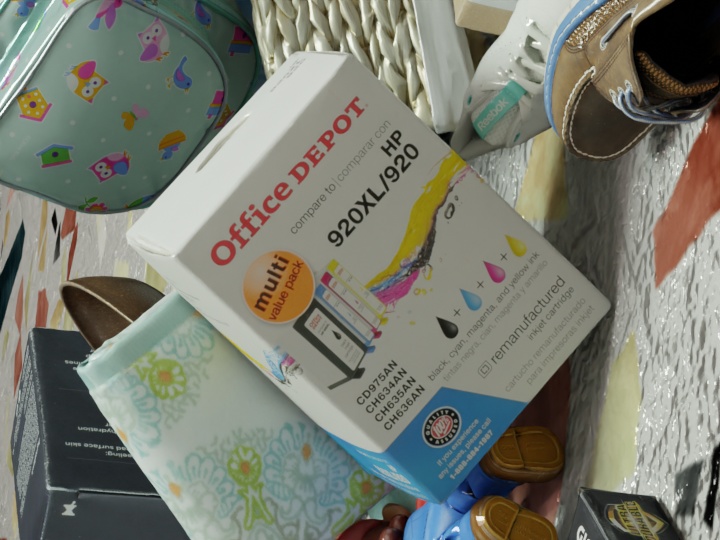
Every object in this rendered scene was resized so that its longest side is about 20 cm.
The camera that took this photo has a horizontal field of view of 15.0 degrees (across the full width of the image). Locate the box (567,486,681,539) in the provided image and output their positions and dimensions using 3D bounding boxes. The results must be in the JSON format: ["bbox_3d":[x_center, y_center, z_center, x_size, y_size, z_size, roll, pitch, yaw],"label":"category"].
[{"bbox_3d":[0.125,0.237,1.301,0.200,0.050,0.199,-116,35,-62],"label":"box"}]

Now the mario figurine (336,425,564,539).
[{"bbox_3d":[0.063,0.158,1.551,0.123,0.106,0.200,-41,0,-35],"label":"mario figurine"}]

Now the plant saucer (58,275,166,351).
[{"bbox_3d":[-0.108,0.069,1.727,0.037,0.200,0.200,-44,8,-14],"label":"plant saucer"}]

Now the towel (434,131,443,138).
[{"bbox_3d":[-0.001,-0.093,1.830,0.200,0.085,0.166,-160,76,-73],"label":"towel"}]

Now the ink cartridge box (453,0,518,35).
[{"bbox_3d":[0.107,-0.253,1.514,0.200,0.075,0.165,116,157,-48],"label":"ink cartridge box"}]

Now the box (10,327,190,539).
[{"bbox_3d":[-0.157,0.153,2.072,0.200,0.196,0.118,-106,26,-54],"label":"box"}]

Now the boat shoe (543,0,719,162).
[{"bbox_3d":[0.143,-0.111,1.329,0.200,0.072,0.073,115,155,-49],"label":"boat shoe"}]

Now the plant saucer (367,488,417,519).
[{"bbox_3d":[0.030,0.093,1.717,0.201,0.039,0.202,-173,90,-75],"label":"plant saucer"}]

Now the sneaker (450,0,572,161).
[{"bbox_3d":[0.094,-0.105,1.444,0.088,0.075,0.200,-43,-7,-19],"label":"sneaker"}]

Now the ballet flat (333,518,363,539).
[{"bbox_3d":[-0.016,0.169,1.649,0.069,0.200,0.070,-30,36,25],"label":"ballet flat"}]

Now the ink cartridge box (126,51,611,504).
[{"bbox_3d":[0.000,0.000,1.478,0.147,0.200,0.145,-49,14,-7],"label":"ink cartridge box"}]

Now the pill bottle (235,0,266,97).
[{"bbox_3d":[-0.086,-0.174,1.797,0.109,0.108,0.200,-108,27,-57],"label":"pill bottle"}]

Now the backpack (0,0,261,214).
[{"bbox_3d":[-0.160,-0.125,1.664,0.176,0.200,0.153,-55,49,17],"label":"backpack"}]

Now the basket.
[{"bbox_3d":[-0.006,-0.173,1.656,0.136,0.123,0.201,-92,-11,-86],"label":"basket"}]

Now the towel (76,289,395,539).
[{"bbox_3d":[-0.041,0.066,1.569,0.171,0.200,0.048,55,156,-6],"label":"towel"}]
